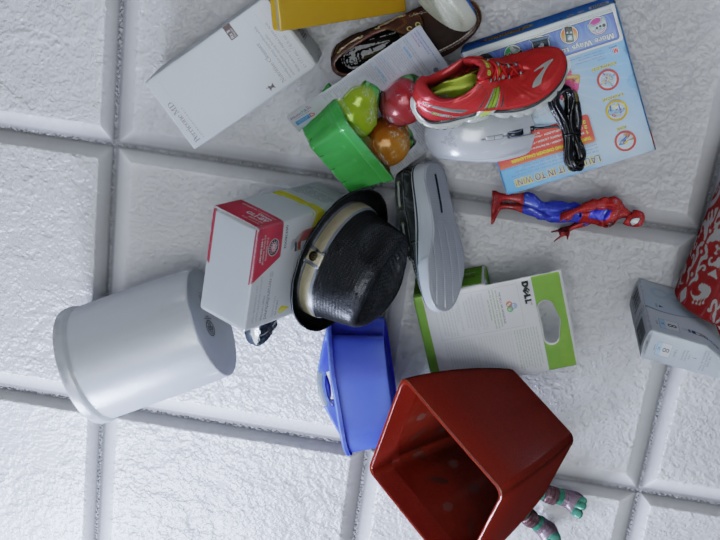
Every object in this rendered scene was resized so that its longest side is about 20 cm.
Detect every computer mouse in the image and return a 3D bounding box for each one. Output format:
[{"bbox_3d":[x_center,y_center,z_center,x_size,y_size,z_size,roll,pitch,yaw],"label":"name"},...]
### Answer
[{"bbox_3d":[0.179,-0.168,1.521,0.199,0.044,0.110,-6,111,5],"label":"computer mouse"}]

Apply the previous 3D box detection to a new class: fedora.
[{"bbox_3d":[0.000,0.000,1.573,0.091,0.200,0.201,28,115,29],"label":"fedora"}]

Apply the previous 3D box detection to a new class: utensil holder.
[{"bbox_3d":[-0.292,0.102,1.681,0.200,0.170,0.170,-18,108,11],"label":"utensil holder"}]

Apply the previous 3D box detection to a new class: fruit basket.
[{"bbox_3d":[0.031,-0.200,1.554,0.200,0.094,0.185,-38,136,7],"label":"fruit basket"}]

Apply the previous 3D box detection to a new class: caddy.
[{"bbox_3d":[-0.008,0.156,1.684,0.105,0.141,0.201,-7,110,4],"label":"caddy"}]

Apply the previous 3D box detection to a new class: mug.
[{"bbox_3d":[0.511,-0.028,1.560,0.177,0.133,0.200,20,115,0],"label":"mug"}]

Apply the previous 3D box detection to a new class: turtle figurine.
[{"bbox_3d":[0.215,0.321,1.744,0.200,0.101,0.150,26,130,-21],"label":"turtle figurine"}]

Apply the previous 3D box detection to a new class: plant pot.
[{"bbox_3d":[0.156,0.241,1.598,0.200,0.176,0.200,48,140,29],"label":"plant pot"}]

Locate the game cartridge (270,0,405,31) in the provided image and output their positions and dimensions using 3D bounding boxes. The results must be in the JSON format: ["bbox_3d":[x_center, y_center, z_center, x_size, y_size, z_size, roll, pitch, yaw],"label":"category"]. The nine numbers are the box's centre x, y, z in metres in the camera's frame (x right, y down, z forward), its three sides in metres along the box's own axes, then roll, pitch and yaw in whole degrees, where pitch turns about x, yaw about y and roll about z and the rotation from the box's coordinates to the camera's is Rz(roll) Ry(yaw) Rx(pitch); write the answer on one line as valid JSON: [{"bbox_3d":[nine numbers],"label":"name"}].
[{"bbox_3d":[-0.034,-0.403,1.485,0.176,0.032,0.201,-13,109,-22],"label":"game cartridge"}]

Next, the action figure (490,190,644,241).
[{"bbox_3d":[0.272,-0.074,1.604,0.199,0.065,0.052,1,68,6],"label":"action figure"}]

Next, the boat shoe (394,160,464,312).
[{"bbox_3d":[0.087,-0.042,1.613,0.071,0.072,0.201,-13,78,46],"label":"boat shoe"}]

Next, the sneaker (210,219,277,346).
[{"bbox_3d":[-0.160,0.006,1.689,0.086,0.078,0.201,3,108,22],"label":"sneaker"}]

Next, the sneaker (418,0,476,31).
[{"bbox_3d":[0.095,-0.393,1.475,0.200,0.077,0.111,47,74,-11],"label":"sneaker"}]

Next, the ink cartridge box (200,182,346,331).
[{"bbox_3d":[-0.101,-0.023,1.585,0.083,0.200,0.146,25,117,32],"label":"ink cartridge box"}]

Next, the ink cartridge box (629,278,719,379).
[{"bbox_3d":[0.457,0.085,1.591,0.199,0.160,0.047,14,113,1],"label":"ink cartridge box"}]

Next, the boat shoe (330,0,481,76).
[{"bbox_3d":[0.058,-0.287,1.542,0.200,0.070,0.071,-21,103,12],"label":"boat shoe"}]

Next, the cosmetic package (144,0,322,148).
[{"bbox_3d":[-0.162,-0.260,1.571,0.200,0.081,0.113,-34,106,16],"label":"cosmetic package"}]

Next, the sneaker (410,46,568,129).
[{"bbox_3d":[0.157,-0.225,1.462,0.200,0.085,0.077,-19,66,-3],"label":"sneaker"}]

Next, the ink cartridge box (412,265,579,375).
[{"bbox_3d":[0.184,0.071,1.664,0.199,0.076,0.148,-11,109,9],"label":"ink cartridge box"}]

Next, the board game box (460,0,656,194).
[{"bbox_3d":[0.251,-0.220,1.552,0.199,0.056,0.196,-16,109,12],"label":"board game box"}]
